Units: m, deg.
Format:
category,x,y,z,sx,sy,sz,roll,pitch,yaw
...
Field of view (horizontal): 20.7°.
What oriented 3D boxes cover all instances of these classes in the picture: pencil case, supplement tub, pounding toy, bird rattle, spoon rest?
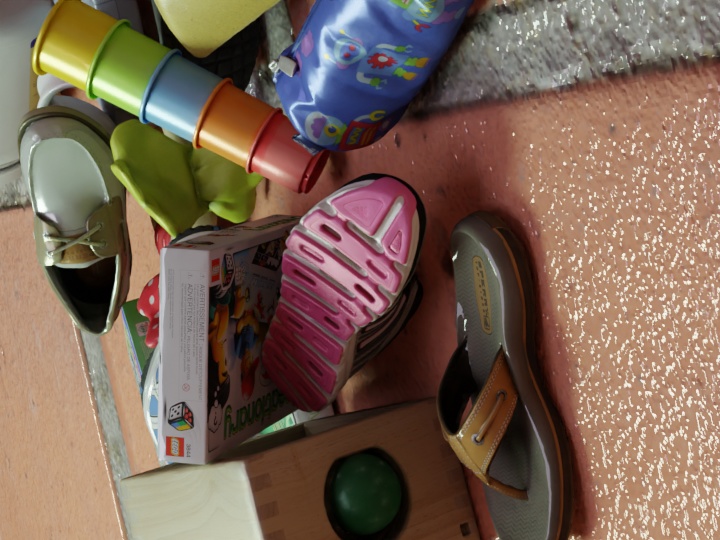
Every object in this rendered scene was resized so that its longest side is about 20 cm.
category,x,y,z,sx,sy,sz,roll,pitch,yaw
pencil case,0.011,-0.145,1.091,0.200,0.086,0.079,124,148,-55
supplement tub,-0.320,-0.179,1.641,0.146,0.144,0.201,59,154,29
pounding toy,-0.032,0.172,1.203,0.199,0.183,0.144,-15,89,54
bird rattle,-0.123,-0.052,1.427,0.201,0.112,0.164,91,164,-54
spoon rest,-0.206,-0.102,1.458,0.200,0.060,0.100,99,169,-61

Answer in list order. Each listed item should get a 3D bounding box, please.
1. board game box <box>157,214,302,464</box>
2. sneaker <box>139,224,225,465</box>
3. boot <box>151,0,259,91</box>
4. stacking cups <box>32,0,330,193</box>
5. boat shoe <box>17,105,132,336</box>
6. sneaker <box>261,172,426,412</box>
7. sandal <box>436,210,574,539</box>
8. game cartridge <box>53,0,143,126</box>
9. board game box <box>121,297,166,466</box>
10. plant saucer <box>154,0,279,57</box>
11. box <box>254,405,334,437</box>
category,x,y,z,sx,sy,sz,roll,pitch,yaw
board game box,-0.075,0.038,1.235,0.034,0.200,0.128,4,99,17
sneaker,-0.108,0.073,1.352,0.077,0.075,0.202,-121,27,-54
boot,-0.126,-0.207,1.364,0.131,0.069,0.202,-173,78,-68
stacking cups,-0.113,-0.113,1.272,0.199,0.061,0.061,26,136,10
boat shoe,-0.200,-0.033,1.424,0.201,0.074,0.069,77,-174,-51
sneaker,0.000,0.000,1.178,0.074,0.087,0.201,36,141,11
sandal,0.072,0.069,1.110,0.082,0.054,0.202,10,112,61
game cartridge,-0.200,-0.203,1.480,0.201,0.040,0.134,88,158,-56
board game box,-0.145,0.134,1.537,0.135,0.029,0.202,100,153,-71
plant saucer,-0.091,-0.260,1.205,0.199,0.048,0.202,-29,76,43
box,-0.072,0.114,1.433,0.200,0.036,0.146,-24,82,62
